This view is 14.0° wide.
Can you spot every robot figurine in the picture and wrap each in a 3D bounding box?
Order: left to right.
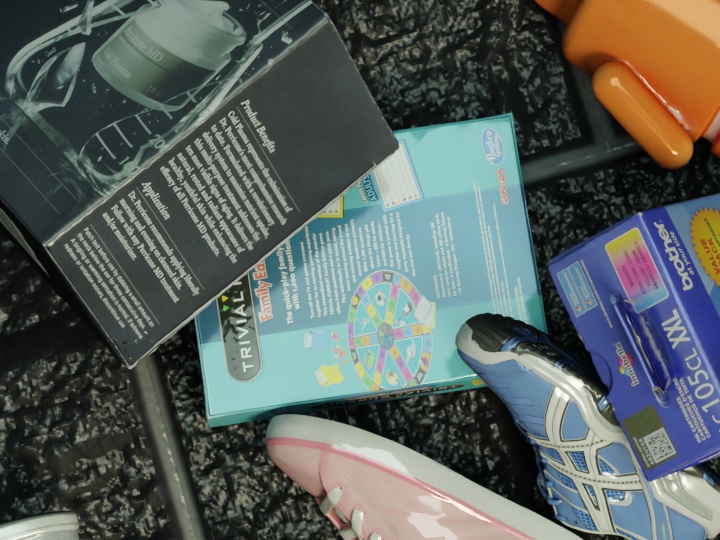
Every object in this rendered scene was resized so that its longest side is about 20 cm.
[{"bbox_3d":[0.195,-0.136,1.685,0.200,0.144,0.117,33,117,4],"label":"robot figurine"}]

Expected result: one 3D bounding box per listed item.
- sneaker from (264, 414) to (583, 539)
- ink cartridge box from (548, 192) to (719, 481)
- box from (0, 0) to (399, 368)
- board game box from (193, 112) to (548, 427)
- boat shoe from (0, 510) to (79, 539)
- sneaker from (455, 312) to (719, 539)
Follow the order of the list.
[{"bbox_3d":[0.024,0.161,1.648,0.200,0.075,0.105,26,75,-1],"label":"sneaker"},{"bbox_3d":[0.191,0.032,1.618,0.200,0.076,0.137,-15,77,-48],"label":"ink cartridge box"},{"bbox_3d":[-0.122,-0.090,1.623,0.197,0.124,0.200,-39,49,-9],"label":"box"},{"bbox_3d":[0.000,0.000,1.691,0.200,0.047,0.151,-8,81,-3],"label":"board game box"},{"bbox_3d":[-0.244,0.193,1.641,0.202,0.074,0.065,-26,88,-2],"label":"boat shoe"},{"bbox_3d":[0.124,0.100,1.639,0.200,0.076,0.077,41,98,-17],"label":"sneaker"}]
